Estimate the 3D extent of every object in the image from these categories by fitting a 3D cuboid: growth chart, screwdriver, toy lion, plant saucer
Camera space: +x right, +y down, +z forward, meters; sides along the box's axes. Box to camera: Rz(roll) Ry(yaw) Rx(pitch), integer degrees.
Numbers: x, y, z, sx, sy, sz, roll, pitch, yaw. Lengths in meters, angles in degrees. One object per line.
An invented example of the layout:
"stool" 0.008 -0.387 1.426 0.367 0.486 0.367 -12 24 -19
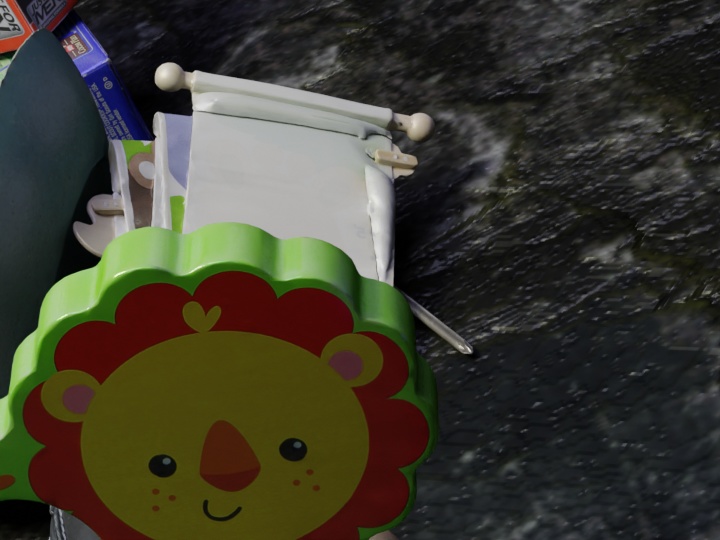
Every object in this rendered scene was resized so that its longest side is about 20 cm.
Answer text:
"growth chart" -0.046 -0.012 1.205 0.144 0.018 0.200 15 47 -7
"screwdriver" 0.000 0.000 1.261 0.028 0.029 0.200 -35 39 -13
"toy lion" -0.068 0.076 1.002 0.199 0.192 0.069 -13 31 7
"plant saucer" -0.137 0.000 1.230 0.039 0.201 0.201 12 39 5

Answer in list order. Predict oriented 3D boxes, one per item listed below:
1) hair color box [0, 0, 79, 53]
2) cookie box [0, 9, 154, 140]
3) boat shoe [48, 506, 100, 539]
"hair color box" -0.223 -0.149 1.477 0.200 0.061 0.102 -8 33 38
"cookie box" -0.214 -0.054 1.455 0.200 0.075 0.171 -30 28 -5
"boat shoe" -0.097 0.073 1.170 0.072 0.068 0.200 -18 31 17
